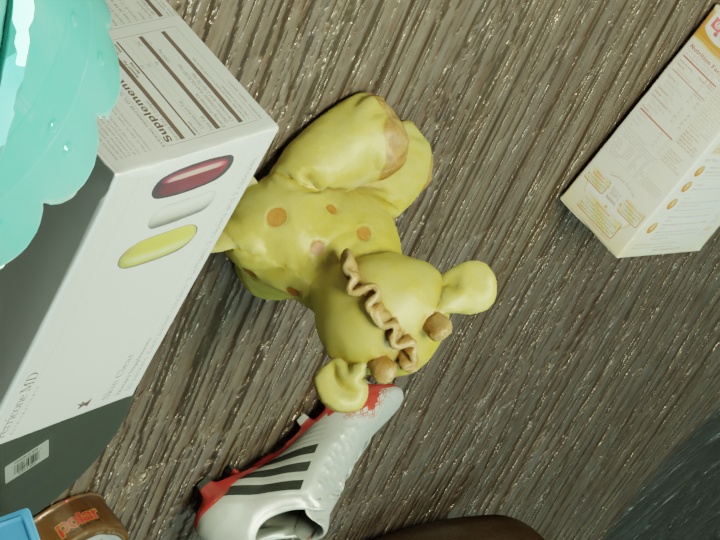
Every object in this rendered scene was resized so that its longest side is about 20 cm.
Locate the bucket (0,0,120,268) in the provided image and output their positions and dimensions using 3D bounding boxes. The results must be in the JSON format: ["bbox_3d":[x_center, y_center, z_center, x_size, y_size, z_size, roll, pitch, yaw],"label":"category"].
[{"bbox_3d":[-0.206,-0.102,1.037,0.207,0.207,0.135,-39,153,-9],"label":"bucket"}]

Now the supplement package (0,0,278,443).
[{"bbox_3d":[-0.161,-0.041,1.286,0.111,0.156,0.200,-20,150,-45],"label":"supplement package"}]

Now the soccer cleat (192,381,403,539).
[{"bbox_3d":[-0.036,0.158,1.988,0.200,0.085,0.069,-32,157,-24],"label":"soccer cleat"}]

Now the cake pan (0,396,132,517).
[{"bbox_3d":[-0.220,0.106,1.630,0.200,0.037,0.200,-36,158,-17],"label":"cake pan"}]

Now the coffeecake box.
[{"bbox_3d":[0.272,-0.108,2.036,0.200,0.073,0.153,-52,157,23],"label":"coffeecake box"}]

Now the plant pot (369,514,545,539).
[{"bbox_3d":[0.054,0.305,2.344,0.200,0.187,0.187,13,124,-47],"label":"plant pot"}]

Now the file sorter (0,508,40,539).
[{"bbox_3d":[-0.275,0.263,1.630,0.200,0.139,0.123,-19,158,-9],"label":"file sorter"}]

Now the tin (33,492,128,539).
[{"bbox_3d":[-0.231,0.236,1.866,0.112,0.042,0.200,-27,155,-44],"label":"tin"}]

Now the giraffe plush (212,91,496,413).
[{"bbox_3d":[0.000,0.000,1.638,0.173,0.162,0.200,-51,158,21],"label":"giraffe plush"}]
